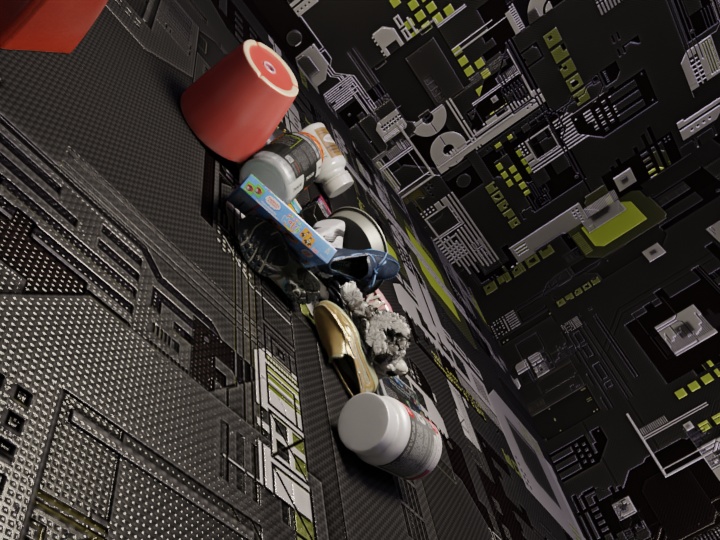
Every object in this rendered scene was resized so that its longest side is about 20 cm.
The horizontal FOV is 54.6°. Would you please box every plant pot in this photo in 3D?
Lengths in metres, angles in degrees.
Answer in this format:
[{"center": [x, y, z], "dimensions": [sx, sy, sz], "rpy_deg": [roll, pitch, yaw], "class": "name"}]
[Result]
[{"center": [-0.233, -0.349, 1.403], "dimensions": [0.200, 0.177, 0.202], "rpy_deg": [36, 32, -26], "class": "plant pot"}, {"center": [-0.438, -0.435, 0.943], "dimensions": [0.201, 0.175, 0.200], "rpy_deg": [55, 12, -10], "class": "plant pot"}]

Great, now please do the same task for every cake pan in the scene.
[{"center": [-0.026, -0.037, 1.534], "dimensions": [0.037, 0.200, 0.202], "rpy_deg": [-20, 76, -48], "class": "cake pan"}]

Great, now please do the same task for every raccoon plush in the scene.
[{"center": [0.032, 0.122, 1.383], "dimensions": [0.201, 0.096, 0.134], "rpy_deg": [63, -17, 21], "class": "raccoon plush"}]

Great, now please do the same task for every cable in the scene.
[{"center": [-0.017, 0.100, 1.422], "dimensions": [0.163, 0.050, 0.202], "rpy_deg": [52, 28, -44], "class": "cable"}]

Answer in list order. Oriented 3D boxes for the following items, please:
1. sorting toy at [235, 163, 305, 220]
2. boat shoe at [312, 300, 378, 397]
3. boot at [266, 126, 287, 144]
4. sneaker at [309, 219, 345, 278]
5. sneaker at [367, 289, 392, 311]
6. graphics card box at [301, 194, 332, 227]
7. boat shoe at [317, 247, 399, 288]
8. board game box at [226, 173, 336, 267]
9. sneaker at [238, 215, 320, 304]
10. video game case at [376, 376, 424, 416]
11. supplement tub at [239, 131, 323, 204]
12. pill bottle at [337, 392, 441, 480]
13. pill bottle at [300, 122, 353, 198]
[{"center": [-0.191, -0.180, 1.569], "dimensions": [0.186, 0.036, 0.200], "rpy_deg": [57, 13, -3], "class": "sorting toy"}, {"center": [-0.035, 0.149, 1.302], "dimensions": [0.201, 0.071, 0.076], "rpy_deg": [57, 27, 6], "class": "boat shoe"}, {"center": [-0.242, -0.343, 1.628], "dimensions": [0.150, 0.073, 0.202], "rpy_deg": [24, 36, -46], "class": "boot"}, {"center": [-0.096, -0.027, 1.441], "dimensions": [0.199, 0.074, 0.116], "rpy_deg": [-32, 124, -50], "class": "sneaker"}, {"center": [0.005, 0.044, 1.617], "dimensions": [0.201, 0.075, 0.105], "rpy_deg": [54, -12, 18], "class": "sneaker"}, {"center": [-0.089, -0.114, 1.696], "dimensions": [0.126, 0.050, 0.200], "rpy_deg": [60, 6, -9], "class": "graphics card box"}, {"center": [0.000, 0.000, 1.417], "dimensions": [0.198, 0.085, 0.069], "rpy_deg": [-1, 20, -31], "class": "boat shoe"}, {"center": [-0.147, -0.084, 1.264], "dimensions": [0.200, 0.037, 0.151], "rpy_deg": [43, -15, -14], "class": "board game box"}, {"center": [-0.159, -0.020, 1.270], "dimensions": [0.201, 0.077, 0.086], "rpy_deg": [52, -6, -27], "class": "sneaker"}, {"center": [0.091, 0.300, 1.502], "dimensions": [0.200, 0.023, 0.183], "rpy_deg": [44, 18, -43], "class": "video game case"}, {"center": [-0.158, -0.214, 1.459], "dimensions": [0.123, 0.122, 0.200], "rpy_deg": [54, 34, -11], "class": "supplement tub"}, {"center": [0.051, 0.281, 1.186], "dimensions": [0.200, 0.113, 0.115], "rpy_deg": [42, 19, -51], "class": "pill bottle"}, {"center": [-0.107, -0.321, 2.050], "dimensions": [0.201, 0.114, 0.114], "rpy_deg": [58, 13, 5], "class": "pill bottle"}]
